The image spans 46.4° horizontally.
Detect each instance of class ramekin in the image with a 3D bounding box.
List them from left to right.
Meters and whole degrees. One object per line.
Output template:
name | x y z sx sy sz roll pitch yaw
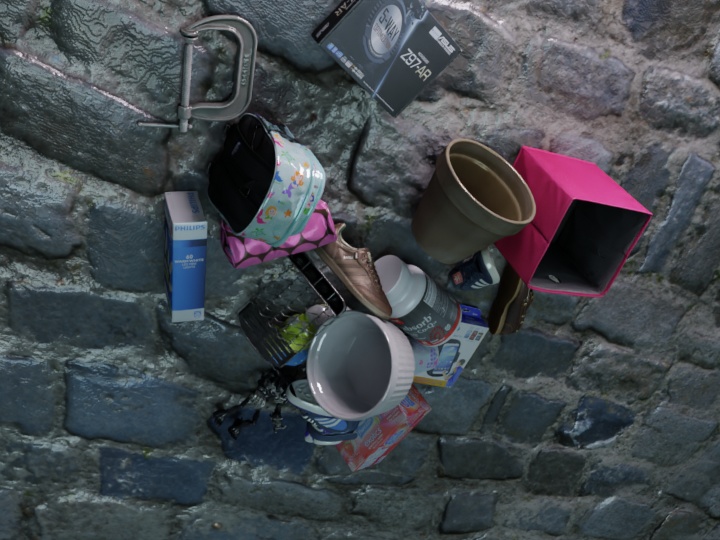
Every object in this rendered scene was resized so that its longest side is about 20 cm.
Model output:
ramekin | 0.007 0.178 1.559 0.105 0.200 0.200 12 121 -53

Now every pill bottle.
pill bottle | 0.101 0.059 1.648 0.116 0.116 0.200 -43 129 11

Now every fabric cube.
fabric cube | 0.385 -0.091 1.603 0.196 0.199 0.200 7 122 -28

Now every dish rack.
dish rack | -0.133 0.075 1.546 0.200 0.153 0.055 -42 166 10

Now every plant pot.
plant pot | 0.186 -0.110 1.530 0.200 0.200 0.174 16 134 -32

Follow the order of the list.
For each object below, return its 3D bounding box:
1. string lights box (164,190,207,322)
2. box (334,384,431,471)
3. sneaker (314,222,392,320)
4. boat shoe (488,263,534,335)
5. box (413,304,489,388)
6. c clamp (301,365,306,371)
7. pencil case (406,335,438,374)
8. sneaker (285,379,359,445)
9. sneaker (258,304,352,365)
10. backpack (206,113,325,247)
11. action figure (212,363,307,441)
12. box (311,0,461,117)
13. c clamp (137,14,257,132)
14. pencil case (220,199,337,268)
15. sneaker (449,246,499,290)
string lights box | -0.298 -0.023 1.426 0.059 0.103 0.200 -5 126 -19
box | 0.042 0.329 1.802 0.103 0.095 0.200 -5 140 -52
sneaker | 0.000 0.000 1.532 0.076 0.070 0.200 -44 87 6
boat shoe | 0.329 0.055 1.774 0.070 0.070 0.200 1 133 -15
box | 0.190 0.163 1.814 0.119 0.042 0.200 12 121 -30
c clamp | -0.031 0.225 1.761 0.171 0.027 0.200 -29 132 -17
pencil case | 0.064 0.181 1.713 0.200 0.091 0.083 -9 126 -34
sneaker | -0.092 0.303 1.705 0.200 0.081 0.147 16 123 -36
sneaker | -0.105 0.130 1.656 0.200 0.076 0.105 -14 147 -13
backpack | -0.146 -0.135 1.334 0.150 0.200 0.178 20 109 -30
action figure | -0.191 0.270 1.693 0.200 0.102 0.119 -33 119 5
box | 0.045 -0.367 1.354 0.160 0.044 0.200 -43 129 12
c clamp | -0.244 -0.300 1.293 0.170 0.027 0.200 2 124 -24
pencil case | -0.144 -0.069 1.472 0.200 0.091 0.094 -17 113 -14
sneaker | 0.217 0.005 1.636 0.084 0.075 0.200 -16 168 1
